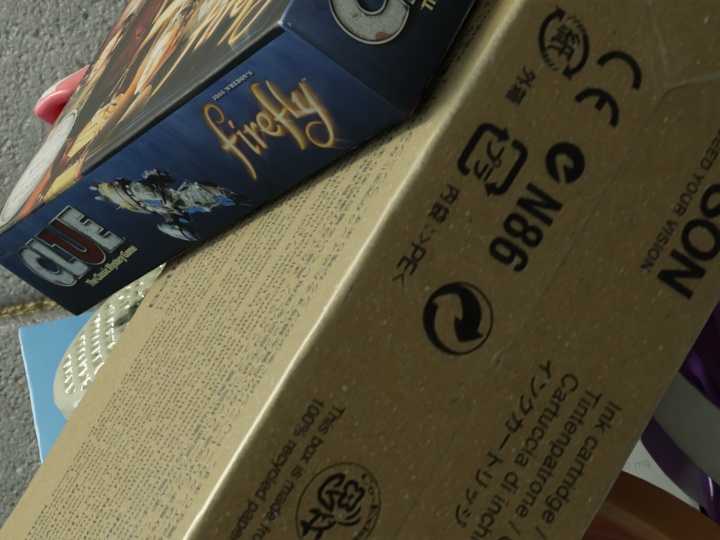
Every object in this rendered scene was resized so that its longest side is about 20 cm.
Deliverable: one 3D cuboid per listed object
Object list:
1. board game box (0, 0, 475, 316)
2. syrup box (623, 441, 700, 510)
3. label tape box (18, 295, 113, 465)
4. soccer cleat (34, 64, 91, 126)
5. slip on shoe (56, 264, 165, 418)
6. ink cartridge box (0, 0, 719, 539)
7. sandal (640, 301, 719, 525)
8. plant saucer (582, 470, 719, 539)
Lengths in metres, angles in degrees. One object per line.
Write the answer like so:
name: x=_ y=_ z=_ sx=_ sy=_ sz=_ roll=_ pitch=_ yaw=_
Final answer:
board game box: x=-0.017 y=-0.071 z=0.630 sx=0.200 sy=0.035 sz=0.136 roll=-27 pitch=31 yaw=61
syrup box: x=0.061 y=0.093 z=0.798 sx=0.079 sy=0.081 sz=0.200 roll=92 pitch=166 yaw=-54
label tape box: x=-0.042 y=0.048 z=1.115 sx=0.063 sy=0.200 sz=0.144 roll=87 pitch=170 yaw=-57
soccer cleat: x=-0.057 y=0.000 z=1.043 sx=0.067 sy=0.076 sz=0.200 roll=-42 pitch=75 yaw=35
slip on shoe: x=0.000 y=0.000 z=0.738 sx=0.074 sy=0.200 sz=0.061 roll=-14 pitch=104 yaw=51
ink cartridge box: x=0.005 y=0.015 z=0.590 sx=0.200 sy=0.075 sz=0.165 roll=-59 pitch=14 yaw=-8
sandal: x=0.081 y=0.036 z=0.653 sx=0.082 sy=0.050 sz=0.203 roll=98 pitch=159 yaw=-71
plant saucer: x=0.068 y=0.135 z=0.645 sx=0.200 sy=0.032 sz=0.200 roll=26 pitch=129 yaw=37
